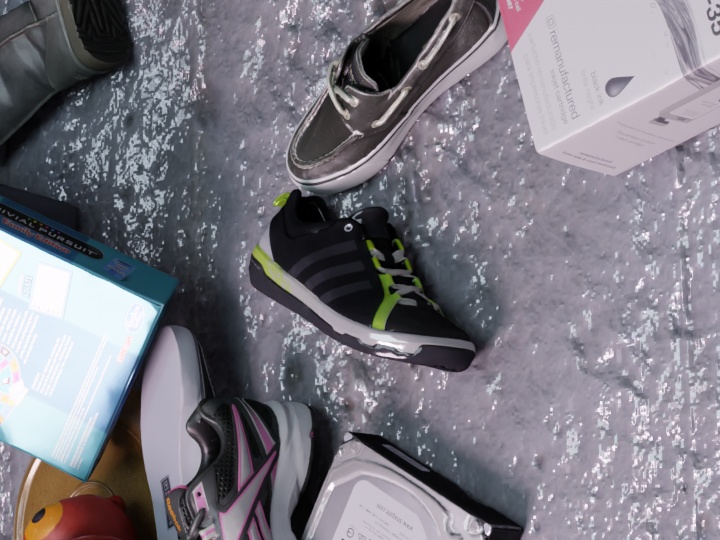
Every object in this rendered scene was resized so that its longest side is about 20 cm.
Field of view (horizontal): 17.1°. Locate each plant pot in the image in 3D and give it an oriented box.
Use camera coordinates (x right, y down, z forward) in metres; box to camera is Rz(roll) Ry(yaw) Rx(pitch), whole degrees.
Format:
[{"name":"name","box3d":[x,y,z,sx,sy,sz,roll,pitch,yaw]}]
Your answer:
[{"name":"plant pot","box3d":[-0.183,0.182,1.689,0.200,0.027,0.200,-9,76,40]}]

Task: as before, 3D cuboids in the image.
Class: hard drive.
[{"name":"hard drive","box3d":[0.008,0.220,1.507,0.140,0.038,0.200,31,104,41]}]

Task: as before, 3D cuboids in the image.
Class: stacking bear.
[{"name":"stacking bear","box3d":[-0.176,0.222,1.568,0.121,0.114,0.200,-44,31,14]}]

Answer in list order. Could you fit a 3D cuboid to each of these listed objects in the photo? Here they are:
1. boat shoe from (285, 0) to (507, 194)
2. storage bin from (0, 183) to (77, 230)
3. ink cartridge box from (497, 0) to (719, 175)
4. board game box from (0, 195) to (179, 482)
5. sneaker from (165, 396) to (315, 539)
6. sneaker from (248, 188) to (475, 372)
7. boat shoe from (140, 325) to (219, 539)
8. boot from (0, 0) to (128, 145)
[{"name":"boat shoe","box3d":[0.010,-0.125,1.545,0.200,0.064,0.071,-43,57,28]},{"name":"storage bin","box3d":[-0.311,-0.011,1.764,0.200,0.134,0.146,3,85,43]},{"name":"ink cartridge box","box3d":[0.185,-0.164,1.384,0.200,0.083,0.147,-28,65,35]},{"name":"board game box","box3d":[-0.244,0.033,1.619,0.200,0.047,0.151,26,114,0]},{"name":"sneaker","box3d":[-0.087,0.172,1.534,0.080,0.086,0.200,-45,36,50]},{"name":"sneaker","box3d":[0.000,0.000,1.528,0.200,0.072,0.083,28,100,41]},{"name":"boat shoe","box3d":[-0.107,0.136,1.610,0.069,0.057,0.200,-30,63,55]},{"name":"boot","box3d":[-0.268,-0.184,1.810,0.200,0.073,0.182,-29,63,42]}]
